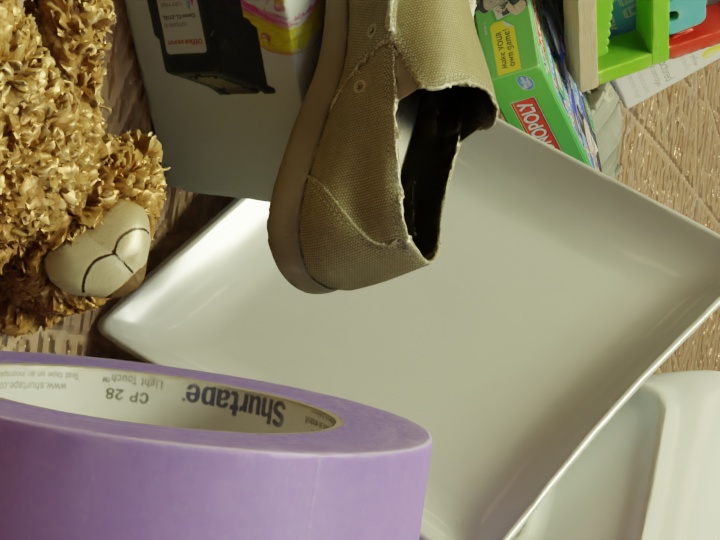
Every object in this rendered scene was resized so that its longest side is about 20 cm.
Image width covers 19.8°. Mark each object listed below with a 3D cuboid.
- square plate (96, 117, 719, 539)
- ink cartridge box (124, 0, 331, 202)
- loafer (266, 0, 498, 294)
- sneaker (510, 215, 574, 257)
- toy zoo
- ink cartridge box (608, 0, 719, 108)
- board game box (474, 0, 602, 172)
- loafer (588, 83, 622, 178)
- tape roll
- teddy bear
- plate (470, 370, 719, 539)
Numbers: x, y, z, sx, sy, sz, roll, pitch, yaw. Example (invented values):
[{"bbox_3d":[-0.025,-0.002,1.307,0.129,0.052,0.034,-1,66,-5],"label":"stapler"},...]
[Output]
[{"bbox_3d":[0.028,0.015,0.856,0.198,0.200,0.029,-43,149,-30],"label":"square plate"},{"bbox_3d":[-0.030,-0.148,0.853,0.146,0.082,0.201,-50,140,-44],"label":"ink cartridge box"},{"bbox_3d":[0.023,-0.084,0.811,0.076,0.067,0.201,23,79,-61],"label":"loafer"},{"bbox_3d":[0.068,-0.020,0.941,0.075,0.084,0.201,-9,75,-43],"label":"sneaker"},{"bbox_3d":[0.188,-0.162,0.953,0.131,0.199,0.021,81,-12,-54],"label":"toy zoo"},{"bbox_3d":[0.192,-0.178,1.016,0.068,0.199,0.115,64,7,32],"label":"ink cartridge box"},{"bbox_3d":[0.081,-0.141,1.033,0.135,0.029,0.201,53,26,-54],"label":"board game box"},{"bbox_3d":[0.103,-0.037,1.157,0.200,0.070,0.070,-49,131,-46],"label":"loafer"},{"bbox_3d":[-0.079,0.084,0.709,0.200,0.199,0.085,4,96,-62],"label":"tape roll"},{"bbox_3d":[-0.127,-0.043,0.718,0.145,0.067,0.201,-56,143,-35],"label":"teddy bear"},{"bbox_3d":[0.049,0.104,0.817,0.200,0.199,0.032,-67,143,-52],"label":"plate"}]
